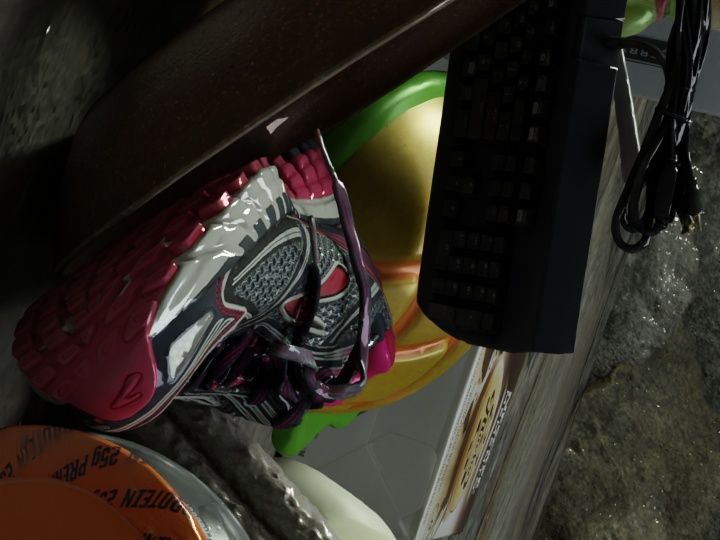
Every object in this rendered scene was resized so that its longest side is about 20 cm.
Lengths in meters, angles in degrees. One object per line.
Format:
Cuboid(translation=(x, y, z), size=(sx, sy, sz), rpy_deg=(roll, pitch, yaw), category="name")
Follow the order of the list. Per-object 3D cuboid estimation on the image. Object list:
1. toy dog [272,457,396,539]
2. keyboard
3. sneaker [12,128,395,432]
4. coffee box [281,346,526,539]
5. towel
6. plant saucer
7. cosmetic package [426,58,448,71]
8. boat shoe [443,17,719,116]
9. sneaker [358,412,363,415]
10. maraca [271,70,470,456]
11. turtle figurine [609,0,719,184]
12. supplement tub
Cuboid(translation=(-0.019, 0.193, 0.996), size=(0.140, 0.193, 0.200), rpy_deg=(-60, 179, 15), category="toy dog")
Cuboid(translation=(0.067, -0.073, 0.789), size=(0.020, 0.127, 0.202), rpy_deg=(7, 91, -38), category="keyboard")
Cuboid(translation=(-0.032, 0.013, 0.718), size=(0.080, 0.075, 0.200), rpy_deg=(-32, 179, 18), category="sneaker")
Cuboid(translation=(0.024, 0.074, 1.296), size=(0.200, 0.079, 0.114), rpy_deg=(24, 85, -80), category="coffee box")
Cuboid(translation=(-0.021, 0.100, 0.800), size=(0.034, 0.200, 0.133), rpy_deg=(-38, 162, -13), category="towel")
Cuboid(translation=(-0.012, -0.065, 0.720), size=(0.200, 0.037, 0.200), rpy_deg=(-33, 179, 0), category="plant saucer")
Cuboid(translation=(0.055, -0.093, 1.069), size=(0.085, 0.107, 0.201), rpy_deg=(91, 22, -64), category="cosmetic package")
Cuboid(translation=(0.095, -0.110, 1.005), size=(0.057, 0.198, 0.069), rpy_deg=(-76, -177, -48), category="boat shoe")
Cuboid(translation=(0.020, -0.015, 1.126), size=(0.080, 0.073, 0.201), rpy_deg=(94, 18, -63), category="sneaker")
Cuboid(translation=(0.000, 0.000, 0.922), size=(0.137, 0.107, 0.200), rpy_deg=(-43, 158, -15), category="maraca")
Cuboid(translation=(0.114, -0.131, 0.882), size=(0.200, 0.143, 0.196), rpy_deg=(-158, -109, -65), category="turtle figurine")
Cuboid(translation=(-0.078, 0.120, 0.696), size=(0.200, 0.122, 0.123), rpy_deg=(83, 29, -68), category="supplement tub")
